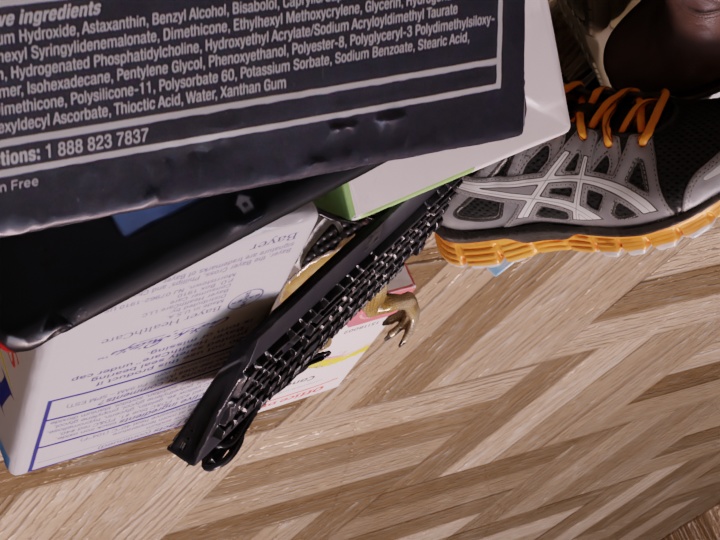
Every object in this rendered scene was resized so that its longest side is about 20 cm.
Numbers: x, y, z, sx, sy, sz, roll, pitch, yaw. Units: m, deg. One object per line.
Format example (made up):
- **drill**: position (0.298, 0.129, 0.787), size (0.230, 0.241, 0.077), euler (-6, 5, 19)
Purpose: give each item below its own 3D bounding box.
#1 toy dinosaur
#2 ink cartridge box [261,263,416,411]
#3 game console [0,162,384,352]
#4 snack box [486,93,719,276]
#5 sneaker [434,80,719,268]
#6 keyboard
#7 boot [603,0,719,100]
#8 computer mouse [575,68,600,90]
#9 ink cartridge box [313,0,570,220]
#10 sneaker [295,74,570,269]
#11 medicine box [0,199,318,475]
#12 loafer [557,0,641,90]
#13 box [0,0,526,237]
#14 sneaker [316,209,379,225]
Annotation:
- **toy dinosaur**: position (0.000, 0.000, 0.935), size (0.199, 0.058, 0.101), euler (-39, 156, 9)
- **ink cartridge box**: position (-0.055, 0.042, 1.223), size (0.115, 0.068, 0.200), euler (-15, 159, -28)
- **game console**: position (-0.081, -0.090, 0.612), size (0.199, 0.178, 0.031), euler (-29, 172, -27)
- **snack box**: position (0.153, -0.079, 1.040), size (0.200, 0.037, 0.116), euler (-41, 176, 20)
- **sneaker**: position (0.105, -0.055, 0.837), size (0.198, 0.078, 0.078), euler (-12, -151, 34)
- **keyboard**: position (-0.018, 0.024, 0.777), size (0.200, 0.021, 0.127), euler (-42, 171, -47)
- **boot**: position (0.106, -0.134, 0.759), size (0.198, 0.065, 0.186), euler (7, 158, -35)
- **computer mouse**: position (0.193, -0.119, 1.139), size (0.139, 0.046, 0.200), euler (4, 136, -42)
- **ink cartridge box**: position (-0.007, -0.089, 0.823), size (0.116, 0.068, 0.200), euler (-23, -159, -22)
- **sneaker**: position (0.043, -0.067, 1.074), size (0.199, 0.074, 0.080), euler (-28, 177, 23)
- **medicine box**: position (-0.115, -0.044, 0.722), size (0.102, 0.184, 0.200), euler (-15, 159, -24)
- **loafer**: position (0.133, -0.156, 0.921), size (0.067, 0.077, 0.200), euler (-31, 167, 4)
- **box**: position (-0.059, -0.133, 0.500), size (0.198, 0.123, 0.201), euler (-12, 115, -33)
- **sneaker**: position (-0.001, -0.057, 0.994), size (0.199, 0.084, 0.076), euler (-37, 158, 33)
